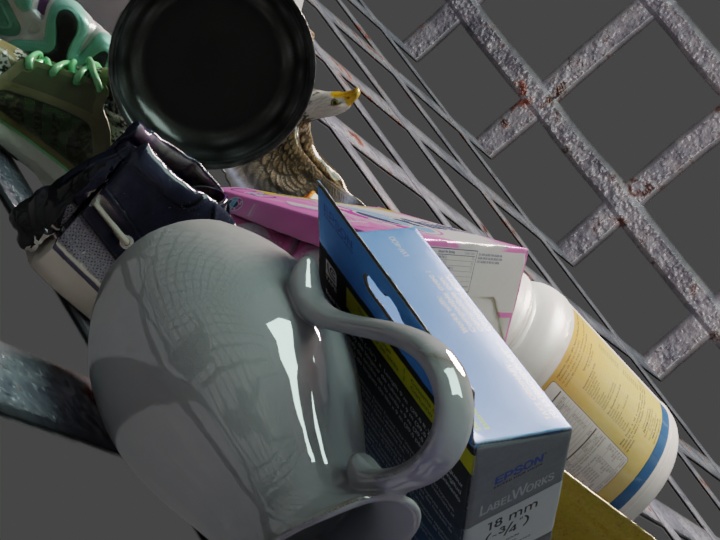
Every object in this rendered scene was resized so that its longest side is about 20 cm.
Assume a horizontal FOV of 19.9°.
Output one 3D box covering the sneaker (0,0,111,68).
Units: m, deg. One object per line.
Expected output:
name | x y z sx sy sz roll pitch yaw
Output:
sneaker | -0.200 -0.158 1.270 0.200 0.078 0.140 49 11 -6

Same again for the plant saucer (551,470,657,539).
plant saucer | 0.074 0.136 1.253 0.200 0.049 0.200 37 -13 0

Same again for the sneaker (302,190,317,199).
sneaker | -0.044 0.015 1.368 0.092 0.076 0.200 55 16 -11

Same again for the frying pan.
frying pan | -0.080 -0.077 1.141 0.031 0.114 0.191 -118 -156 -79

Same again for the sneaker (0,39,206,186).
sneaker | -0.164 -0.097 1.171 0.200 0.089 0.077 47 10 -12

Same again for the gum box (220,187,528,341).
gum box | 0.000 0.000 1.210 0.113 0.066 0.200 17 7 30

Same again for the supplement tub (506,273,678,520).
supplement tub | 0.132 0.101 1.568 0.200 0.145 0.145 45 11 -22

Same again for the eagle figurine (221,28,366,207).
eagle figurine | -0.060 -0.105 1.646 0.151 0.151 0.201 -7 84 -31

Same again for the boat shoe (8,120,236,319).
boat shoe | -0.087 0.009 1.101 0.200 0.093 0.075 43 12 -32

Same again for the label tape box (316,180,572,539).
label tape box | 0.037 0.059 0.997 0.144 0.063 0.200 53 -24 33

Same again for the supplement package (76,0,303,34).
supplement package | -0.142 -0.205 1.484 0.151 0.152 0.200 48 10 -11

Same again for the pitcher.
pitcher | -0.036 0.054 0.936 0.121 0.172 0.200 16 32 -44
